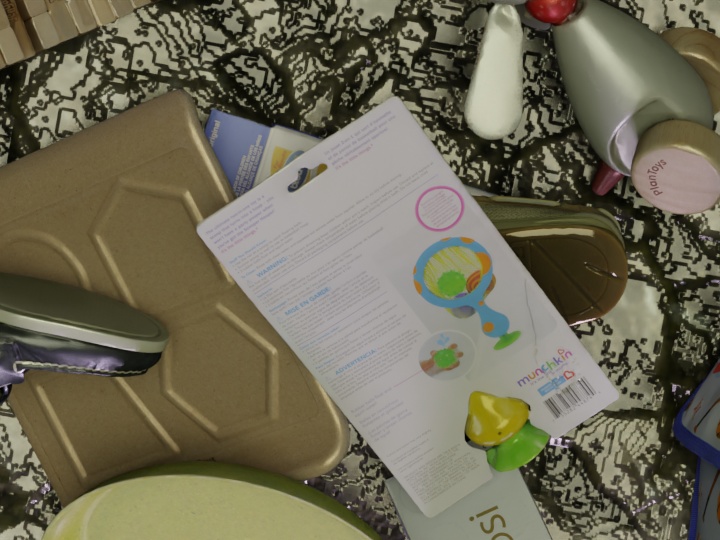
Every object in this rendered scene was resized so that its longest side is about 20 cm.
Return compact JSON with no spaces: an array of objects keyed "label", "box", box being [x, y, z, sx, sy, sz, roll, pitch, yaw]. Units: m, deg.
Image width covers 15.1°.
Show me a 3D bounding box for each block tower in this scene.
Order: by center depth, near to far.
[{"label":"block tower","box":[-0.172,-0.130,1.345,0.200,0.054,0.058,-24,96,-18]}]

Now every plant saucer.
[{"label":"plant saucer","box":[-0.063,0.157,1.367,0.200,0.031,0.200,7,137,7]}]

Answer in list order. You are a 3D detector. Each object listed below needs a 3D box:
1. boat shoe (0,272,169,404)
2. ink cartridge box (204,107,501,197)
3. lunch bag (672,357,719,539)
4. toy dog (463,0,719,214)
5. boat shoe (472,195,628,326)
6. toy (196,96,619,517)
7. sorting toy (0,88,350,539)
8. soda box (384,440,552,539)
[{"label":"boat shoe","box":[-0.195,0.036,1.318,0.199,0.075,0.066,10,103,-7]},{"label":"ink cartridge box","box":[0.000,0.000,1.400,0.200,0.042,0.119,17,94,-7]},{"label":"lunch bag","box":[0.230,0.112,1.361,0.124,0.170,0.200,4,96,-9]},{"label":"toy dog","box":[0.102,-0.102,1.372,0.200,0.132,0.096,48,130,-2]},{"label":"boat shoe","box":[0.032,-0.009,1.360,0.200,0.063,0.073,-2,112,3]},{"label":"toy","box":[0.024,0.014,1.311,0.115,0.047,0.200,-33,112,10]},{"label":"sorting toy","box":[-0.112,0.027,1.364,0.185,0.036,0.200,-21,95,33]},{"label":"soda box","box":[0.082,0.184,1.357,0.068,0.064,0.200,-24,57,0]}]
